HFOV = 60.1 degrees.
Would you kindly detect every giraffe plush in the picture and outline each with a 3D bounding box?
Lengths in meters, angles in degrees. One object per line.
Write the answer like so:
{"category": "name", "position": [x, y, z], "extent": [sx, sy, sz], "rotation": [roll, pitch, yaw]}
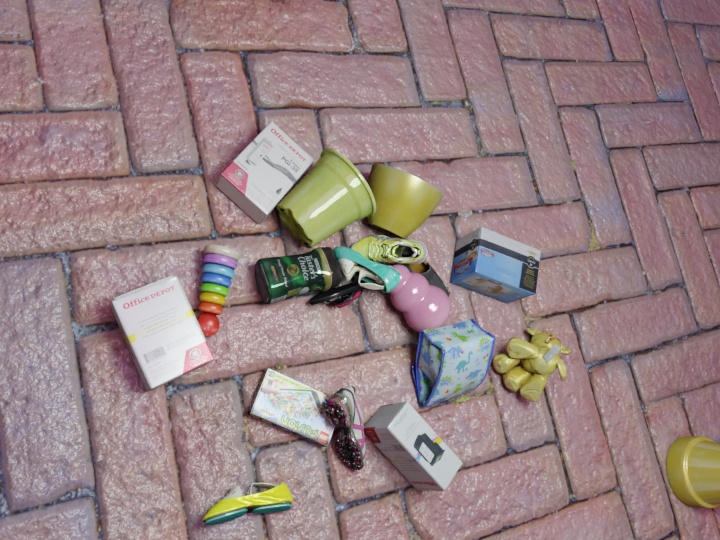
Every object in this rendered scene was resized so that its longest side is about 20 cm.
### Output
{"category": "giraffe plush", "position": [0.475, 0.227, 1.674], "extent": [0.173, 0.200, 0.162], "rotation": [54, 34, 2]}

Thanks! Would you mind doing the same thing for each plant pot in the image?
{"category": "plant pot", "position": [0.094, -0.165, 1.594], "extent": [0.198, 0.200, 0.143], "rotation": [23, 90, -16]}
{"category": "plant pot", "position": [1.028, 0.581, 1.793], "extent": [0.199, 0.189, 0.203], "rotation": [7, 73, -23]}
{"category": "plant pot", "position": [-0.095, -0.160, 1.505], "extent": [0.184, 0.200, 0.201], "rotation": [-40, 94, -16]}

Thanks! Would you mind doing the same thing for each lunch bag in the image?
{"category": "lunch bag", "position": [0.228, 0.238, 1.554], "extent": [0.168, 0.127, 0.202], "rotation": [-10, 119, -26]}

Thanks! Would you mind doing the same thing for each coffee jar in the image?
{"category": "coffee jar", "position": [-0.145, 0.009, 1.479], "extent": [0.198, 0.085, 0.105], "rotation": [-13, 68, -27]}

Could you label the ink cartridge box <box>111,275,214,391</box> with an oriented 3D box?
{"category": "ink cartridge box", "position": [-0.423, 0.133, 1.325], "extent": [0.144, 0.083, 0.202], "rotation": [-23, 86, -28]}

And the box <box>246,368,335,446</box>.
{"category": "box", "position": [-0.147, 0.315, 1.426], "extent": [0.199, 0.035, 0.111], "rotation": [27, 67, -15]}

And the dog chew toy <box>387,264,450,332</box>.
{"category": "dog chew toy", "position": [0.133, 0.064, 1.567], "extent": [0.200, 0.124, 0.125], "rotation": [44, 63, -9]}

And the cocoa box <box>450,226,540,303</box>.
{"category": "cocoa box", "position": [0.366, -0.010, 1.687], "extent": [0.198, 0.133, 0.133], "rotation": [19, 70, -18]}

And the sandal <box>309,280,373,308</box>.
{"category": "sandal", "position": [-0.031, 0.061, 1.530], "extent": [0.198, 0.075, 0.046], "rotation": [-16, 101, -30]}

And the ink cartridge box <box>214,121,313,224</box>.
{"category": "ink cartridge box", "position": [-0.231, -0.239, 1.511], "extent": [0.146, 0.083, 0.201], "rotation": [41, 64, -9]}

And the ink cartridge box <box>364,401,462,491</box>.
{"category": "ink cartridge box", "position": [0.119, 0.412, 1.457], "extent": [0.200, 0.146, 0.083], "rotation": [48, 61, -6]}

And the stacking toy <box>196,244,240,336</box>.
{"category": "stacking toy", "position": [-0.332, 0.048, 1.399], "extent": [0.084, 0.085, 0.202], "rotation": [15, 76, -19]}

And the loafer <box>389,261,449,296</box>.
{"category": "loafer", "position": [0.161, 0.011, 1.625], "extent": [0.199, 0.072, 0.073], "rotation": [37, 64, -11]}

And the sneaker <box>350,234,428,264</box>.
{"category": "sneaker", "position": [0.066, -0.055, 1.553], "extent": [0.198, 0.076, 0.076], "rotation": [-1, 87, 17]}

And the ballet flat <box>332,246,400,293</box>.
{"category": "ballet flat", "position": [0.000, 0.000, 1.512], "extent": [0.198, 0.068, 0.071], "rotation": [23, 51, 22]}

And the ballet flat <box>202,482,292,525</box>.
{"category": "ballet flat", "position": [-0.242, 0.492, 1.328], "extent": [0.198, 0.067, 0.068], "rotation": [-1, 55, -27]}

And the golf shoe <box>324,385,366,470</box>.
{"category": "golf shoe", "position": [-0.016, 0.364, 1.432], "extent": [0.092, 0.072, 0.202], "rotation": [-35, 119, -49]}
